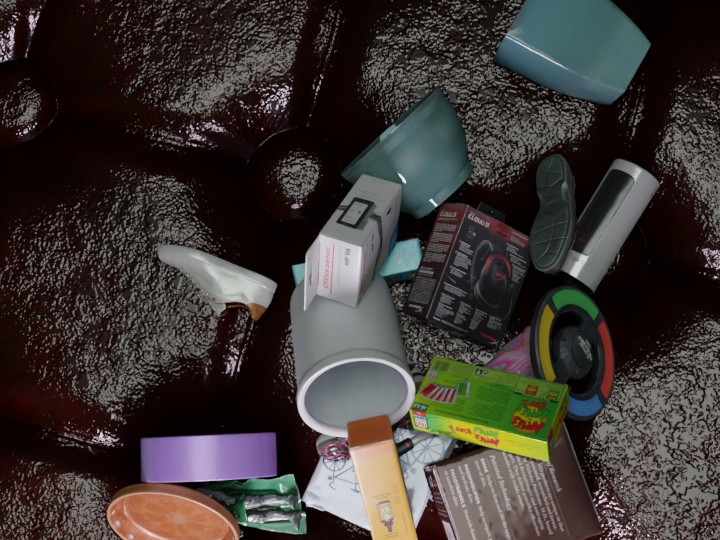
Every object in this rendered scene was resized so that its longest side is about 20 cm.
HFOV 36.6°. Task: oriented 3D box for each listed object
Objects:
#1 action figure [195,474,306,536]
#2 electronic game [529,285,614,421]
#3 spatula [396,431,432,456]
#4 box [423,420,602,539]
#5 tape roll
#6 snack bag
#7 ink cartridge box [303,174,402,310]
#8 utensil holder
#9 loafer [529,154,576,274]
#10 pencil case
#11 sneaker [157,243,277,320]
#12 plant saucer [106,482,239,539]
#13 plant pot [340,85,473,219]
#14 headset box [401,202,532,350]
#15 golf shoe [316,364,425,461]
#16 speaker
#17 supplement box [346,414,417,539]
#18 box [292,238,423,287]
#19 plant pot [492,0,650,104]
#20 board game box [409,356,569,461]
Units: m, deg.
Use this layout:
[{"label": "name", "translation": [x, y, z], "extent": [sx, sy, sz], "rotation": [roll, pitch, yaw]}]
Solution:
[{"label": "action figure", "translation": [-0.190, 0.363, 1.662], "extent": [0.199, 0.055, 0.119], "rotation": [-2, 116, 14]}, {"label": "electronic game", "translation": [0.314, 0.121, 1.602], "extent": [0.042, 0.200, 0.201], "rotation": [-15, 78, 44]}, {"label": "spatula", "translation": [0.091, 0.253, 1.653], "extent": [0.200, 0.021, 0.057], "rotation": [-29, 77, -5]}, {"label": "box", "translation": [0.213, 0.328, 1.570], "extent": [0.199, 0.166, 0.165], "rotation": [-18, 80, -5]}, {"label": "tape roll", "translation": [-0.224, 0.276, 1.613], "extent": [0.199, 0.200, 0.066], "rotation": [-3, 82, 5]}, {"label": "snack bag", "translation": [0.031, 0.303, 1.672], "extent": [0.188, 0.021, 0.201], "rotation": [22, 82, 7]}, {"label": "ink cartridge box", "translation": [-0.010, -0.032, 1.550], "extent": [0.068, 0.116, 0.200], "rotation": [18, 43, 15]}, {"label": "utensil holder", "translation": [-0.019, 0.113, 1.594], "extent": [0.169, 0.170, 0.200], "rotation": [-16, 44, 3]}, {"label": "loafer", "translation": [0.304, -0.080, 1.653], "extent": [0.072, 0.063, 0.201], "rotation": [-14, 56, 38]}, {"label": "pencil case", "translation": [0.209, 0.172, 1.621], "extent": [0.200, 0.087, 0.087], "rotation": [-38, 80, -17]}, {"label": "sneaker", "translation": [-0.238, 0.021, 1.715], "extent": [0.199, 0.073, 0.085], "rotation": [21, 82, 7]}, {"label": "plant saucer", "translation": [-0.276, 0.373, 1.623], "extent": [0.199, 0.201, 0.032], "rotation": [7, 48, 7]}, {"label": "plant pot", "translation": [0.088, -0.165, 1.660], "extent": [0.200, 0.200, 0.134], "rotation": [-43, 97, -1]}, {"label": "headset box", "translation": [0.169, -0.001, 1.642], "extent": [0.148, 0.075, 0.201], "rotation": [23, 84, -30]}, {"label": "golf shoe", "translation": [0.020, 0.219, 1.651], "extent": [0.200, 0.073, 0.092], "rotation": [-27, 51, 0]}, {"label": "speaker", "translation": [0.372, -0.066, 1.664], "extent": [0.081, 0.081, 0.200], "rotation": [32, 87, 9]}, {"label": "supplement box", "translation": [0.032, 0.309, 1.573], "extent": [0.066, 0.069, 0.201], "rotation": [-12, 117, 1]}, {"label": "box", "translation": [0.000, 0.000, 1.690], "extent": [0.199, 0.082, 0.049], "rotation": [-13, 80, 4]}, {"label": "plant pot", "translation": [0.333, -0.352, 1.681], "extent": [0.200, 0.141, 0.142], "rotation": [30, 86, 2]}, {"label": "board game box", "translation": [0.180, 0.191, 1.522], "extent": [0.199, 0.048, 0.102], "rotation": [10, 49, 24]}]
